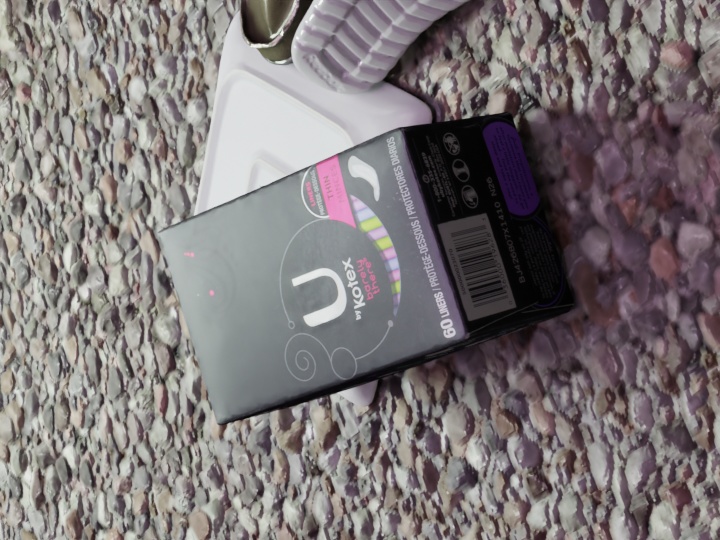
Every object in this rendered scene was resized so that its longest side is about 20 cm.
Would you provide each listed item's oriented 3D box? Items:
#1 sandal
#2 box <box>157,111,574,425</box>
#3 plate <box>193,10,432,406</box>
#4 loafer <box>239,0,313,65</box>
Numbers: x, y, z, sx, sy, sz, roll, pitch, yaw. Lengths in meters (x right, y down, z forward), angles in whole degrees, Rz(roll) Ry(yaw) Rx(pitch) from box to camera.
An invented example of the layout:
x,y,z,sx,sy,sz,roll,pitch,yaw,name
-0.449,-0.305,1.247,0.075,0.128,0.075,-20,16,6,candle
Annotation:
x,y,z,sx,sy,sz,roll,pitch,yaw,name
0.024,-0.177,1.285,0.203,0.082,0.050,-39,29,40,sandal
0.000,0.000,1.272,0.200,0.106,0.123,-22,84,40,box
-0.045,-0.041,1.409,0.199,0.032,0.201,32,119,43,plate
-0.052,-0.224,1.360,0.075,0.069,0.201,20,108,47,loafer
